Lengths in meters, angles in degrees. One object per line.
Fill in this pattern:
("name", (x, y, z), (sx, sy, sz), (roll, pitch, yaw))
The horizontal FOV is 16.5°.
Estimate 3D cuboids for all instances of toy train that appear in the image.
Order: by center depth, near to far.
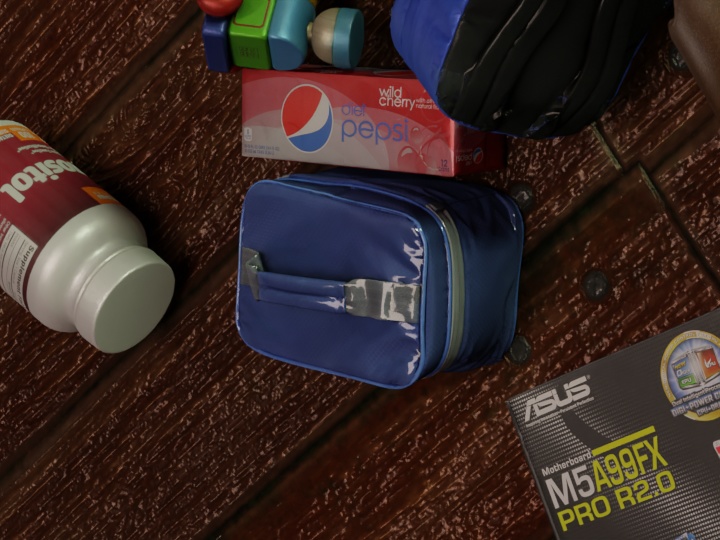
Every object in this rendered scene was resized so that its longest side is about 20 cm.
("toy train", (-0.043, -0.231, 1.793), (0.115, 0.085, 0.201), (8, 60, 8))

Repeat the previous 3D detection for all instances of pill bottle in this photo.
("pill bottle", (-0.242, -0.024, 1.963), (0.200, 0.113, 0.113), (37, 118, 28))

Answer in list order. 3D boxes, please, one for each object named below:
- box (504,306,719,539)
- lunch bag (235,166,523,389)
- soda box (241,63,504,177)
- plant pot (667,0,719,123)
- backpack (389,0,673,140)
("box", (0.207, 0.127, 1.660), (0.200, 0.044, 0.161), (-26, 81, 39))
("lunch bag", (0.000, 0.000, 1.755), (0.199, 0.132, 0.136), (11, 103, 37))
("soda box", (0.007, -0.109, 1.778), (0.199, 0.063, 0.070), (7, 101, 39))
("plant pot", (0.296, -0.110, 1.470), (0.200, 0.200, 0.199), (-49, 58, 33))
("backpack", (0.113, -0.196, 1.622), (0.168, 0.162, 0.201), (57, 132, 55))
